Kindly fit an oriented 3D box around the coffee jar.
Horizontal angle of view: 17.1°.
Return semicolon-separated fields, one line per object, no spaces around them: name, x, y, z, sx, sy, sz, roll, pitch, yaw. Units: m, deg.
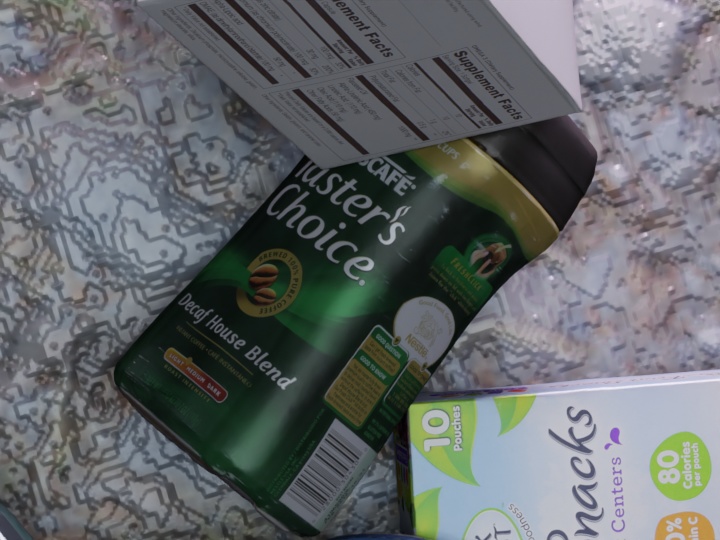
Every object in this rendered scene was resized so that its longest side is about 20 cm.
coffee jar;0.000;0.000;0.956;0.200;0.104;0.085;-51;138;-5

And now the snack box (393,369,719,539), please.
snack box;0.118;0.116;1.001;0.199;0.053;0.143;-4;90;-7

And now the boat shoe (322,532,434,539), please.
boat shoe;-0.038;0.145;0.942;0.199;0.072;0.073;-4;90;11

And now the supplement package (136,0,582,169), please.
supplement package;0.001;-0.165;0.883;0.111;0.156;0.201;-11;66;22

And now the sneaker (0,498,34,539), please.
sneaker;-0.183;0.176;0.921;0.087;0.074;0.200;37;105;25
